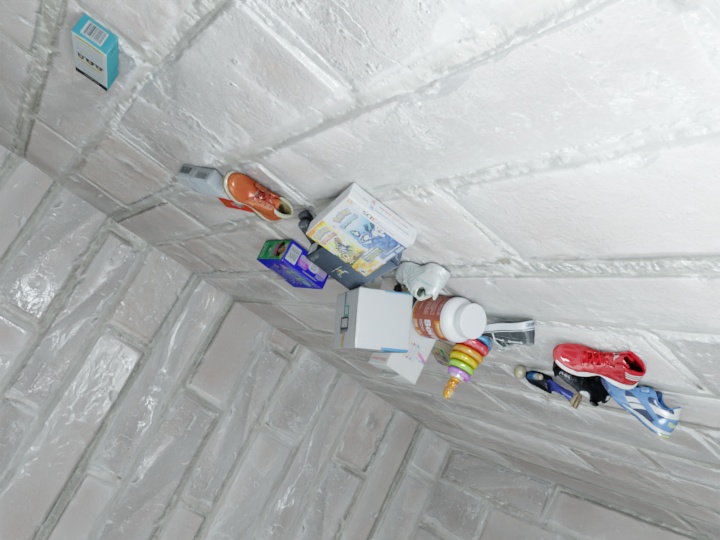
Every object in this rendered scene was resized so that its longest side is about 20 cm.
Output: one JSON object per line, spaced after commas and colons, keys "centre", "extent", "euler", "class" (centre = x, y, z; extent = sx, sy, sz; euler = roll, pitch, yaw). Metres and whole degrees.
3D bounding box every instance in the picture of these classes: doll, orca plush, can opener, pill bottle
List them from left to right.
{"centre": [-0.099, -0.091, 1.778], "extent": [0.065, 0.054, 0.201], "euler": [-11, 149, 14], "class": "can opener"}
{"centre": [0.224, 0.122, 1.715], "extent": [0.111, 0.114, 0.199], "euler": [36, 163, -25], "class": "pill bottle"}
{"centre": [0.522, 0.319, 1.907], "extent": [0.198, 0.049, 0.136], "euler": [26, 174, 35], "class": "doll"}
{"centre": [0.567, 0.263, 1.684], "extent": [0.199, 0.071, 0.106], "euler": [37, -152, -11], "class": "orca plush"}

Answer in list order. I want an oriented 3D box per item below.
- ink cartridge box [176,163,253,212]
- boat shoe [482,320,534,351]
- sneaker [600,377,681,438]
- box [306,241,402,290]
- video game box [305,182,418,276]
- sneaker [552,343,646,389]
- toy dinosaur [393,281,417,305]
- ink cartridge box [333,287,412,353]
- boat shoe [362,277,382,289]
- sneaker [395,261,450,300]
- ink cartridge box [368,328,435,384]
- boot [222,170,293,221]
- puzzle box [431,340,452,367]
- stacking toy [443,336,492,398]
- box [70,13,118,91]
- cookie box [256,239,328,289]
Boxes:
{"centre": [-0.403, -0.214, 1.903], "extent": [0.158, 0.048, 0.200], "euler": [15, 156, 41], "class": "ink cartridge box"}
{"centre": [0.356, 0.160, 1.650], "extent": [0.072, 0.070, 0.198], "euler": [-5, 176, -31], "class": "boat shoe"}
{"centre": [0.660, 0.301, 1.590], "extent": [0.199, 0.083, 0.073], "euler": [40, -159, 33], "class": "sneaker"}
{"centre": [-0.017, -0.038, 1.648], "extent": [0.157, 0.052, 0.199], "euler": [36, 143, -24], "class": "box"}
{"centre": [0.000, -0.084, 1.495], "extent": [0.181, 0.047, 0.199], "euler": [36, 143, -15], "class": "video game box"}
{"centre": [0.533, 0.191, 1.493], "extent": [0.196, 0.080, 0.116], "euler": [14, 153, 7], "class": "sneaker"}
{"centre": [0.137, 0.094, 1.849], "extent": [0.200, 0.077, 0.102], "euler": [44, 170, -30], "class": "toy dinosaur"}
{"centre": [0.028, 0.132, 1.730], "extent": [0.143, 0.150, 0.200], "euler": [7, 171, -17], "class": "ink cartridge box"}
{"centre": [0.000, 0.000, 1.834], "extent": [0.067, 0.073, 0.200], "euler": [20, 171, 28], "class": "boat shoe"}
{"centre": [0.136, 0.027, 1.643], "extent": [0.070, 0.081, 0.199], "euler": [34, 165, -24], "class": "sneaker"}
{"centre": [0.129, 0.258, 2.128], "extent": [0.124, 0.203, 0.128], "euler": [34, 164, -20], "class": "ink cartridge box"}
{"centre": [-0.253, -0.188, 1.696], "extent": [0.106, 0.076, 0.199], "euler": [9, 163, 43], "class": "boot"}
{"centre": [0.296, 0.287, 2.247], "extent": [0.131, 0.026, 0.201], "euler": [21, 162, 29], "class": "puzzle box"}
{"centre": [0.282, 0.268, 1.891], "extent": [0.108, 0.203, 0.116], "euler": [21, 162, 23], "class": "stacking toy"}
{"centre": [-0.561, -0.458, 1.436], "extent": [0.082, 0.050, 0.199], "euler": [34, 164, -14], "class": "box"}
{"centre": [-0.210, -0.019, 2.109], "extent": [0.170, 0.076, 0.199], "euler": [38, 162, -27], "class": "cookie box"}
